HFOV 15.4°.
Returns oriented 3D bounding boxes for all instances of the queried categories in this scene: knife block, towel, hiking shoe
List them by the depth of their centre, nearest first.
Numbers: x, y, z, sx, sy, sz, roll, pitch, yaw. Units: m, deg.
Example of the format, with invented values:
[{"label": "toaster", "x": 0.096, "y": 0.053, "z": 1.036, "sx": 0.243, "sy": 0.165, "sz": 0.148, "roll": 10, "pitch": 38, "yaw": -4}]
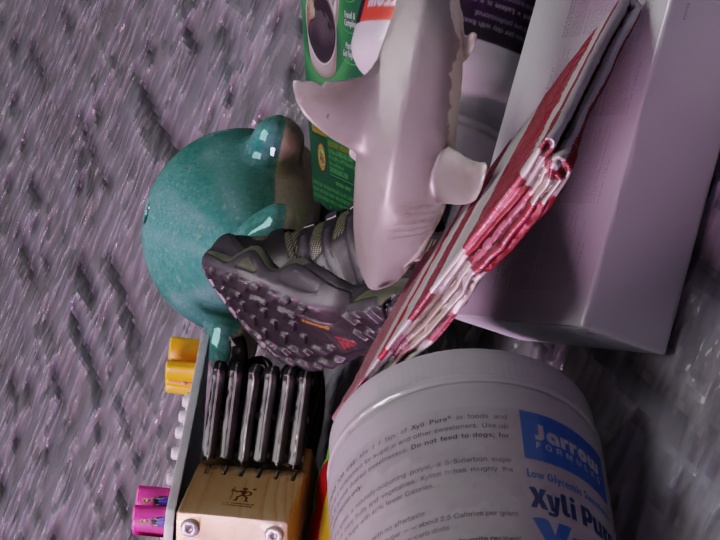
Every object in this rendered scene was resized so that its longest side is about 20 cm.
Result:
[{"label": "towel", "x": 0.061, "y": -0.024, "z": 1.231, "sx": 0.200, "sy": 0.023, "sz": 0.144, "roll": -54, "pitch": 5, "yaw": 39}, {"label": "hiking shoe", "x": 0.000, "y": 0.000, "z": 1.450, "sx": 0.199, "sy": 0.076, "sz": 0.101, "roll": 12, "pitch": 53, "yaw": 45}, {"label": "knife block", "x": -0.057, "y": 0.143, "z": 1.511, "sx": 0.176, "sy": 0.063, "sz": 0.201, "roll": -65, "pitch": -22, "yaw": -67}]

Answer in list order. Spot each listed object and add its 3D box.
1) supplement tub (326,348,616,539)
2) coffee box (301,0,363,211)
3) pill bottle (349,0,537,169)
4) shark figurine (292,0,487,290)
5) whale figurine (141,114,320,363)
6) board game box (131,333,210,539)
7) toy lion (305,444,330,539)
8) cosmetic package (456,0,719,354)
[{"label": "supplement tub", "x": 0.053, "y": 0.149, "z": 1.168, "sx": 0.132, "sy": 0.131, "sz": 0.201, "roll": -53, "pitch": 29, "yaw": 39}, {"label": "coffee box", "x": 0.004, "y": -0.130, "z": 1.515, "sx": 0.123, "sy": 0.044, "sz": 0.202, "roll": -154, "pitch": 59, "yaw": -69}, {"label": "pill bottle", "x": 0.058, "y": -0.146, "z": 1.402, "sx": 0.111, "sy": 0.111, "sz": 0.201, "roll": -2, "pitch": 72, "yaw": 67}, {"label": "shark figurine", "x": 0.009, "y": -0.102, "z": 1.274, "sx": 0.128, "sy": 0.089, "sz": 0.216, "roll": 170, "pitch": 104, "yaw": -74}, {"label": "whale figurine", "x": -0.079, "y": -0.019, "z": 1.610, "sx": 0.200, "sy": 0.103, "sz": 0.160, "roll": -117, "pitch": 40, "yaw": -78}, {"label": "board game box", "x": -0.115, "y": 0.169, "z": 1.553, "sx": 0.200, "sy": 0.026, "sz": 0.201, "roll": -84, "pitch": 0, "yaw": -61}, {"label": "toy lion", "x": 0.011, "y": 0.148, "z": 1.375, "sx": 0.192, "sy": 0.068, "sz": 0.201, "roll": 125, "pitch": 153, "yaw": -52}, {"label": "cosmetic package", "x": 0.118, "y": -0.064, "z": 1.278, "sx": 0.151, "sy": 0.051, "sz": 0.201, "roll": 5, "pitch": 79, "yaw": 66}]
